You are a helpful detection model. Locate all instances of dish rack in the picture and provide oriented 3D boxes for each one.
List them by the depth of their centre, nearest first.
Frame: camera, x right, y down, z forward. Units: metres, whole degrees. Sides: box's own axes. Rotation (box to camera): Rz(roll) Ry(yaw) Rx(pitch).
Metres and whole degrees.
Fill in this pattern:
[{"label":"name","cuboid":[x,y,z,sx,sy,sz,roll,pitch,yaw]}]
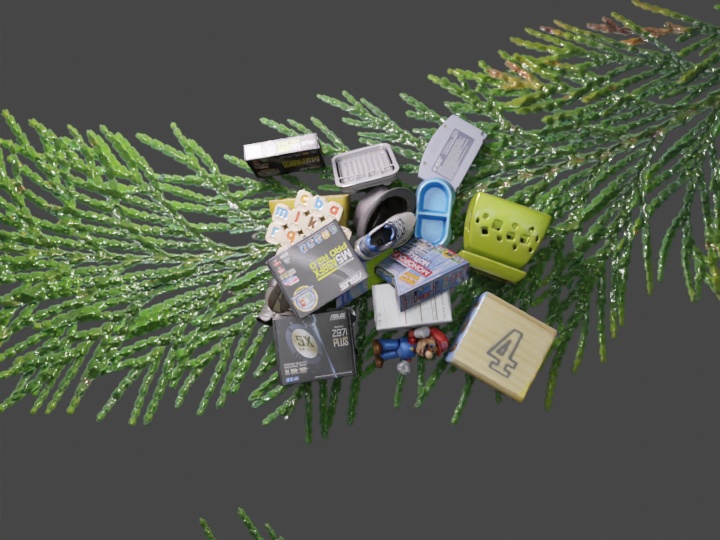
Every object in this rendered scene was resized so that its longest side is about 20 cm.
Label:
[{"label":"dish rack","cuboid":[0.013,-0.268,1.708,0.168,0.201,0.044,-15,125,2]}]

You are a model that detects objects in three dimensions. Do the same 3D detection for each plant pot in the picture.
[{"label":"plant pot","cuboid":[0.353,-0.074,1.648,0.197,0.199,0.185,20,90,5]},{"label":"plant pot","cuboid":[-0.120,-0.102,1.679,0.196,0.200,0.180,-4,98,2]}]

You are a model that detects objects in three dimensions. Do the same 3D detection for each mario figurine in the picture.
[{"label":"mario figurine","cuboid":[0.133,0.208,1.657,0.196,0.124,0.108,-12,77,1]}]

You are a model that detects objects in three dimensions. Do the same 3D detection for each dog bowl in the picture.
[{"label":"dog bowl","cuboid":[0.194,-0.149,1.715,0.109,0.050,0.204,6,93,9]}]

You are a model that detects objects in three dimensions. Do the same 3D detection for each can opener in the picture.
[{"label":"can opener","cuboid":[-0.109,0.127,1.704,0.196,0.067,0.054,-4,82,2]}]

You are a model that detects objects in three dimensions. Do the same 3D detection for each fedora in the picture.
[{"label":"fedora","cuboid":[0.049,-0.151,1.696,0.090,0.175,0.202,44,121,37]}]

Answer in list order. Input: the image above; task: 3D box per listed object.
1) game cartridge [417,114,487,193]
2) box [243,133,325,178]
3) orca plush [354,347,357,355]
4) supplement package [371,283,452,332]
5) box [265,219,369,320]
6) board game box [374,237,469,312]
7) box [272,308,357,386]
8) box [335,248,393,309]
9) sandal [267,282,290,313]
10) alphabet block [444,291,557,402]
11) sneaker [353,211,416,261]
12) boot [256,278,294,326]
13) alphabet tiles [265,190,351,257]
[{"label":"game cartridge","cuboid":[0.245,-0.317,1.760,0.132,0.042,0.202,30,85,10]},{"label":"box","cuboid":[-0.199,-0.304,1.716,0.196,0.160,0.045,-9,81,1]},{"label":"orca plush","cuboid":[-0.108,0.213,1.691,0.196,0.071,0.107,16,84,5]},{"label":"supplement package","cuboid":[0.132,0.090,1.672,0.196,0.117,0.120,-7,81,1]},{"label":"box","cuboid":[-0.101,-0.003,1.530,0.198,0.044,0.162,-31,89,2]},{"label":"board game box","cuboid":[0.133,0.006,1.599,0.199,0.062,0.199,-34,48,-27]},{"label":"box","cuboid":[-0.115,0.190,1.609,0.196,0.086,0.167,-6,88,-9]},{"label":"box","cuboid":[0.000,0.000,1.653,0.198,0.124,0.047,-30,46,-27]},{"label":"sandal","cuboid":[-0.157,0.020,1.600,0.081,0.055,0.201,35,94,-1]},{"label":"alphabet block","cuboid":[0.345,0.192,1.613,0.198,0.195,0.199,29,87,5]},{"label":"sneaker","cuboid":[0.076,-0.090,1.601,0.199,0.085,0.078,-36,90,-28]},{"label":"boot","cuboid":[-0.169,0.097,1.690,0.196,0.068,0.133,3,58,10]},{"label":"alphabet tiles","cuboid":[-0.127,-0.085,1.566,0.197,0.015,0.199,20,92,1]}]
